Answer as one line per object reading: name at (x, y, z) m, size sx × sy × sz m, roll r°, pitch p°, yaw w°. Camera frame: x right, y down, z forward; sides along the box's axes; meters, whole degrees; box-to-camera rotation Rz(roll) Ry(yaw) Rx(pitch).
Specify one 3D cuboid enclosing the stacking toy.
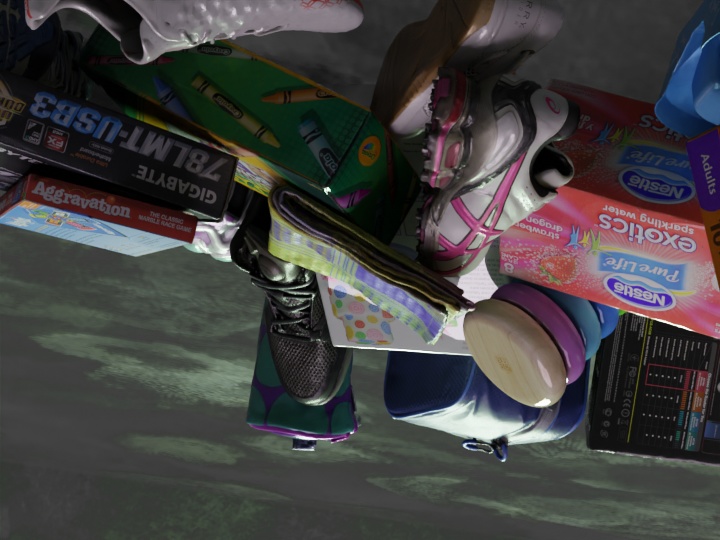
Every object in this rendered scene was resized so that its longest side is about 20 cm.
stacking toy at (0.165, 0.003, 1.290) m, size 0.085 × 0.200 × 0.085 m, roll 40°, pitch 154°, yaw 24°

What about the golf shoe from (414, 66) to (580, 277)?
golf shoe at (0.079, -0.047, 1.131) m, size 0.092 × 0.073 × 0.200 m, roll 8°, pitch 155°, yaw 1°

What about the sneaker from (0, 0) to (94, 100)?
sneaker at (-0.210, -0.140, 1.227) m, size 0.085 × 0.077 × 0.200 m, roll 9°, pitch 175°, yaw -20°

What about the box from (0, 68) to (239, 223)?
box at (-0.208, -0.079, 1.172) m, size 0.200 × 0.050 × 0.198 m, roll 18°, pitch 173°, yaw -33°

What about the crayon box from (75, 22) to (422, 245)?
crayon box at (-0.069, -0.093, 1.193) m, size 0.200 × 0.058 × 0.119 m, roll 27°, pitch 171°, yaw 25°

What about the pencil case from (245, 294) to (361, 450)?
pencil case at (-0.034, 0.042, 1.524) m, size 0.092 × 0.200 × 0.085 m, roll 10°, pitch 167°, yaw -8°

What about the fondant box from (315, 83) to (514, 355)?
fondant box at (0.038, -0.033, 1.313) m, size 0.144 × 0.058 × 0.200 m, roll 3°, pitch 130°, yaw 18°

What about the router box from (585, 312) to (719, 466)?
router box at (0.254, 0.043, 1.394) m, size 0.150 × 0.200 × 0.062 m, roll 8°, pitch -168°, yaw 3°

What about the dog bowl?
dog bowl at (0.238, -0.125, 1.079) m, size 0.111 × 0.050 × 0.200 m, roll 9°, pitch 164°, yaw -5°

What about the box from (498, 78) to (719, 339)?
box at (0.195, -0.034, 1.204) m, size 0.200 × 0.095 × 0.103 m, roll 18°, pitch 140°, yaw 18°

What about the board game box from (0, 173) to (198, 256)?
board game box at (-0.172, -0.033, 1.191) m, size 0.103 × 0.019 × 0.200 m, roll 13°, pitch 175°, yaw -15°

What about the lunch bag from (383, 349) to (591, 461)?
lunch bag at (0.111, 0.049, 1.479) m, size 0.132 × 0.200 × 0.136 m, roll 14°, pitch 166°, yaw -28°

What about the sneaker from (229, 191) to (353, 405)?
sneaker at (-0.053, 0.015, 1.401) m, size 0.076 × 0.200 × 0.114 m, roll 13°, pitch -158°, yaw 22°

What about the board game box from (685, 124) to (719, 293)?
board game box at (0.335, -0.007, 1.034) m, size 0.200 × 0.200 × 0.200 m, roll -1°, pitch 164°, yaw -39°

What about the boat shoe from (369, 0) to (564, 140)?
boat shoe at (0.061, -0.119, 1.146) m, size 0.069 × 0.071 × 0.200 m, roll 15°, pitch 162°, yaw -17°

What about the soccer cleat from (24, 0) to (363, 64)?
soccer cleat at (-0.096, -0.153, 1.079) m, size 0.200 × 0.085 × 0.069 m, roll 13°, pitch 163°, yaw -18°

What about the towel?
towel at (0.000, 0.000, 1.220) m, size 0.143 × 0.023 × 0.200 m, roll 30°, pitch 172°, yaw 0°

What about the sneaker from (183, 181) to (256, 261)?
sneaker at (-0.111, -0.065, 1.414) m, size 0.200 × 0.078 × 0.140 m, roll 16°, pitch 163°, yaw -28°
